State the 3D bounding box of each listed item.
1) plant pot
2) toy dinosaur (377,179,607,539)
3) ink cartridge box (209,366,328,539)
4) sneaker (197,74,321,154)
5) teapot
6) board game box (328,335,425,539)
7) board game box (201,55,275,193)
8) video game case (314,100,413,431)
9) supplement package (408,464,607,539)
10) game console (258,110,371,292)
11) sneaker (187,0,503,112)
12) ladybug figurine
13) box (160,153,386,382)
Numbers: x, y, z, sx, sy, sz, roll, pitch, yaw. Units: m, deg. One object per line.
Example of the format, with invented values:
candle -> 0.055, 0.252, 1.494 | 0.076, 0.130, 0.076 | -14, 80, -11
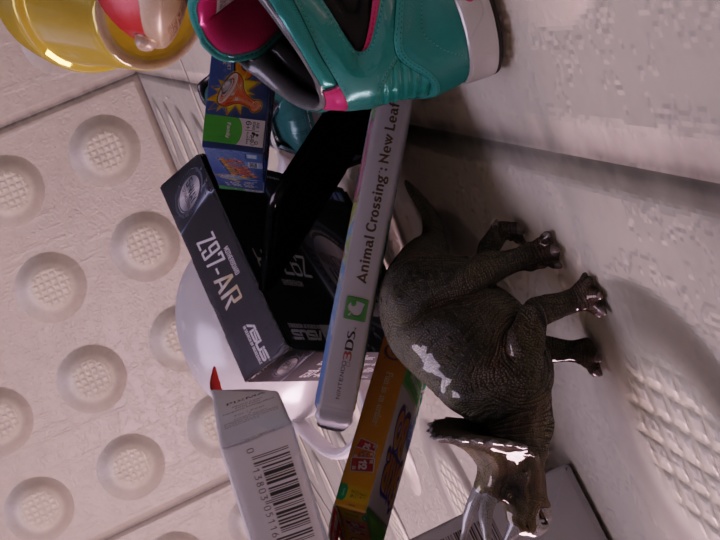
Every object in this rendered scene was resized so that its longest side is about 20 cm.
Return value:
plant pot -> -0.262, -0.298, 1.240 | 0.188, 0.200, 0.203 | 31, 147, 46
toy dinosaur -> 0.053, 0.024, 0.568 | 0.201, 0.101, 0.077 | 61, 168, 26
ink cartridge box -> -0.051, 0.151, 0.757 | 0.200, 0.047, 0.162 | -131, 24, -78
sneaker -> -0.082, -0.130, 0.979 | 0.200, 0.079, 0.072 | -132, 21, -61
teapot -> -0.057, 0.036, 1.043 | 0.200, 0.199, 0.145 | 42, 138, -20
board game box -> 0.018, 0.105, 0.798 | 0.096, 0.030, 0.202 | 81, -155, -56
board game box -> -0.068, -0.125, 0.713 | 0.200, 0.034, 0.138 | 164, 112, -85
video game case -> 0.000, 0.000, 0.685 | 0.200, 0.022, 0.185 | 103, 178, -81
supplement package -> 0.081, 0.238, 0.746 | 0.200, 0.150, 0.152 | 96, 149, -70
game console -> -0.043, -0.108, 0.718 | 0.178, 0.115, 0.200 | 64, 167, 10
sneaker -> -0.030, -0.152, 0.552 | 0.084, 0.119, 0.202 | 88, 157, -65
ladybug figurine -> -0.171, -0.274, 0.949 | 0.136, 0.071, 0.203 | 110, 164, -74
box -> -0.045, 0.003, 0.885 | 0.199, 0.043, 0.162 | 9, -130, -58
